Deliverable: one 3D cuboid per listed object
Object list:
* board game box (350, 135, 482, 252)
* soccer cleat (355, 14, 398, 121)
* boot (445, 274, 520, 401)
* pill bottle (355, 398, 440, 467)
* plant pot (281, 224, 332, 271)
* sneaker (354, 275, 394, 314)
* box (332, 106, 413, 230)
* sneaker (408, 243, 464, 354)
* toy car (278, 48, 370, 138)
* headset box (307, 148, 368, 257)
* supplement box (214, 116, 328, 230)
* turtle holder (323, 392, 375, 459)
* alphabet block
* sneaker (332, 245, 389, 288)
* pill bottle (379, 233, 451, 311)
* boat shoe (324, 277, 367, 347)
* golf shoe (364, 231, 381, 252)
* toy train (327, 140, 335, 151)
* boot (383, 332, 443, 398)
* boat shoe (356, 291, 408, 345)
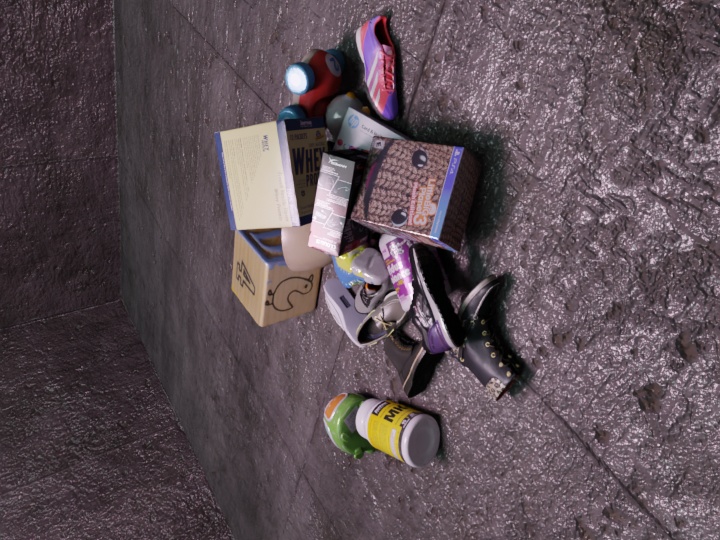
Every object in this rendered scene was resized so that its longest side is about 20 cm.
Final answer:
[{"bbox_3d":[0.101,-0.142,1.024,0.195,0.096,0.165,15,89,35],"label":"board game box"},{"bbox_3d":[0.045,-0.408,1.127,0.072,0.067,0.208,-17,85,50],"label":"soccer cleat"},{"bbox_3d":[0.244,0.126,1.031,0.154,0.072,0.208,46,135,28],"label":"boot"},{"bbox_3d":[0.081,0.370,1.298,0.197,0.112,0.119,5,106,53],"label":"pill bottle"},{"bbox_3d":[-0.094,-0.096,1.347,0.129,0.201,0.208,4,109,15],"label":"plant pot"},{"bbox_3d":[0.027,0.043,1.294,0.076,0.078,0.201,60,143,16],"label":"sneaker"},{"bbox_3d":[0.007,-0.213,1.176,0.153,0.041,0.205,31,112,14],"label":"box"},{"bbox_3d":[0.115,0.056,1.034,0.086,0.075,0.207,-24,82,36],"label":"sneaker"},{"bbox_3d":[-0.048,-0.364,1.223,0.195,0.185,0.181,27,128,10],"label":"toy car"},{"bbox_3d":[-0.030,-0.128,1.107,0.075,0.148,0.207,19,111,18],"label":"headset box"},{"bbox_3d":[-0.174,-0.200,1.157,0.194,0.133,0.208,0,105,34],"label":"supplement box"},{"bbox_3d":[-0.016,0.394,1.445,0.130,0.183,0.146,13,80,50],"label":"turtle holder"},{"bbox_3d":[-0.233,-0.002,1.545,0.196,0.190,0.206,43,134,39],"label":"alphabet block"},{"bbox_3d":[0.000,0.000,1.231,0.199,0.074,0.108,39,148,45],"label":"sneaker"},{"bbox_3d":[0.101,-0.031,1.135,0.112,0.110,0.206,-33,75,53],"label":"pill bottle"},{"bbox_3d":[-0.031,0.113,1.416,0.204,0.071,0.066,61,158,25],"label":"boat shoe"},{"bbox_3d":[0.000,-0.102,1.284,0.091,0.071,0.208,25,121,47],"label":"golf shoe"},{"bbox_3d":[-0.114,-0.247,1.298,0.085,0.193,0.118,35,118,57],"label":"toy train"},{"bbox_3d":[0.107,0.167,1.233,0.140,0.075,0.204,54,139,34],"label":"boot"},{"bbox_3d":[0.054,0.114,1.275,0.072,0.060,0.202,45,139,-1],"label":"boat shoe"}]
